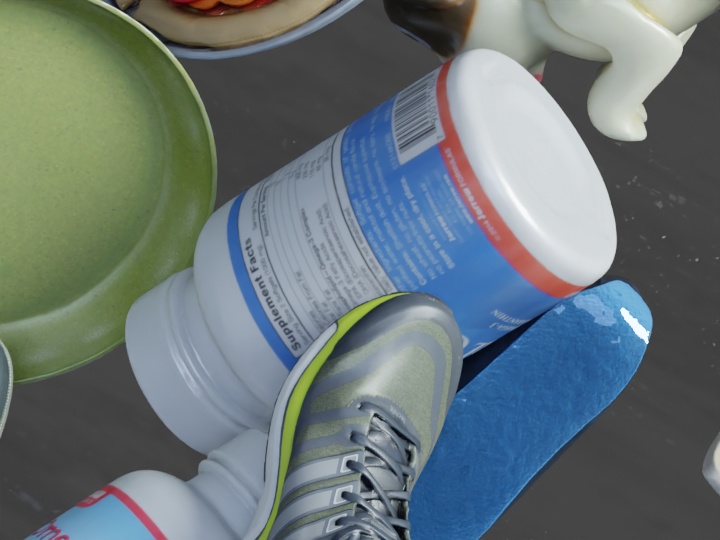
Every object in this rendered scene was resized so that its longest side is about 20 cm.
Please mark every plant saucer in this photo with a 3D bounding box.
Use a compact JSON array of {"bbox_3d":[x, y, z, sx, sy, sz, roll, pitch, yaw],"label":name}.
[{"bbox_3d":[-0.163,-0.041,1.162,0.200,0.031,0.200,-6,119,-11],"label":"plant saucer"}]

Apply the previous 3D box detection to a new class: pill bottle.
[{"bbox_3d":[-0.104,0.152,1.089,0.200,0.109,0.109,-33,83,-19],"label":"pill bottle"},{"bbox_3d":[0.000,0.000,1.133,0.200,0.112,0.112,-31,83,26],"label":"pill bottle"}]

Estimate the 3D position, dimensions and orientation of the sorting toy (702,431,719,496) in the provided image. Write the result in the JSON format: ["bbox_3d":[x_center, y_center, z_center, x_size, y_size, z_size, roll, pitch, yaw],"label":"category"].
[{"bbox_3d":[0.272,0.090,1.153,0.200,0.107,0.180,-40,91,-4],"label":"sorting toy"}]

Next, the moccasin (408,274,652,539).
[{"bbox_3d":[0.051,0.077,1.167,0.200,0.068,0.081,-34,95,13],"label":"moccasin"}]

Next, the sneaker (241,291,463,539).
[{"bbox_3d":[-0.002,0.101,1.035,0.074,0.081,0.200,31,74,-31],"label":"sneaker"}]

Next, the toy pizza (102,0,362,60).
[{"bbox_3d":[-0.042,-0.183,1.166,0.200,0.032,0.200,-17,54,24],"label":"toy pizza"}]

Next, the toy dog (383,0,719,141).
[{"bbox_3d":[0.103,-0.148,1.153,0.200,0.140,0.194,-18,111,15],"label":"toy dog"}]

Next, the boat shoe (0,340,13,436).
[{"bbox_3d":[-0.218,0.093,1.119,0.073,0.062,0.200,38,67,9],"label":"boat shoe"}]
